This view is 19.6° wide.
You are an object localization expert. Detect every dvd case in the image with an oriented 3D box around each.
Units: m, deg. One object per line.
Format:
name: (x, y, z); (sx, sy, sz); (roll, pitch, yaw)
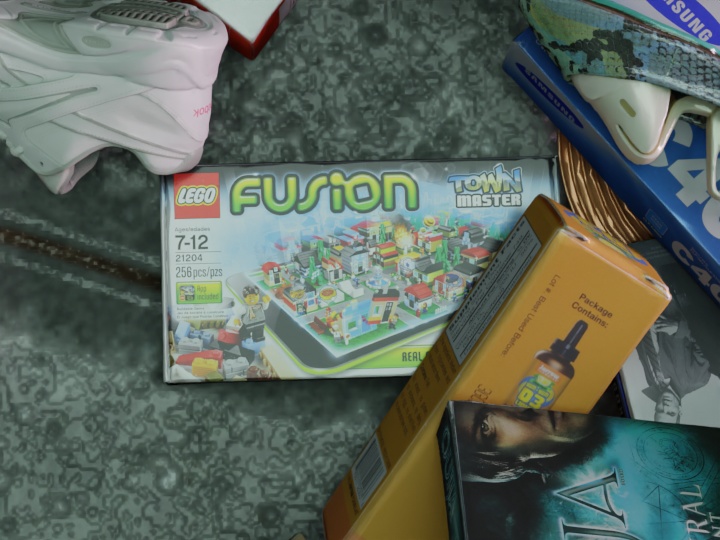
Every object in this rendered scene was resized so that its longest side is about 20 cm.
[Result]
dvd case: (0.204, 0.073, 1.024); (0.150, 0.025, 0.200); (-11, 80, -7)

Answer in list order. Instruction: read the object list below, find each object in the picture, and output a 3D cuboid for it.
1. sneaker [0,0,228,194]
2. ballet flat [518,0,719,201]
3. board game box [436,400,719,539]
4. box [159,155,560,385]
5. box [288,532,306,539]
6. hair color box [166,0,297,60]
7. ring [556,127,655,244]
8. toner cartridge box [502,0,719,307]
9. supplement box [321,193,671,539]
sneaker: (-0.164, -0.087, 1.009); (0.200, 0.078, 0.100); (12, 111, 18)
ballet flat: (0.160, -0.071, 0.965); (0.200, 0.074, 0.074); (20, 86, 4)
board game box: (0.107, 0.142, 0.891); (0.135, 0.028, 0.200); (7, 42, -11)
box: (0.000, 0.000, 1.043); (0.200, 0.035, 0.110); (-2, 87, -4)
box: (-0.009, 0.237, 1.002); (0.121, 0.032, 0.200); (-40, 89, 29)
hair color box: (-0.102, -0.209, 1.034); (0.200, 0.064, 0.111); (36, 85, 0)
ring: (0.199, -0.067, 1.069); (0.200, 0.019, 0.201); (0, 86, -3)
toner cartridge box: (0.171, -0.062, 1.019); (0.095, 0.043, 0.200); (-40, 81, -13)
supplement box: (0.062, 0.065, 0.997); (0.066, 0.069, 0.200); (31, 104, -14)
